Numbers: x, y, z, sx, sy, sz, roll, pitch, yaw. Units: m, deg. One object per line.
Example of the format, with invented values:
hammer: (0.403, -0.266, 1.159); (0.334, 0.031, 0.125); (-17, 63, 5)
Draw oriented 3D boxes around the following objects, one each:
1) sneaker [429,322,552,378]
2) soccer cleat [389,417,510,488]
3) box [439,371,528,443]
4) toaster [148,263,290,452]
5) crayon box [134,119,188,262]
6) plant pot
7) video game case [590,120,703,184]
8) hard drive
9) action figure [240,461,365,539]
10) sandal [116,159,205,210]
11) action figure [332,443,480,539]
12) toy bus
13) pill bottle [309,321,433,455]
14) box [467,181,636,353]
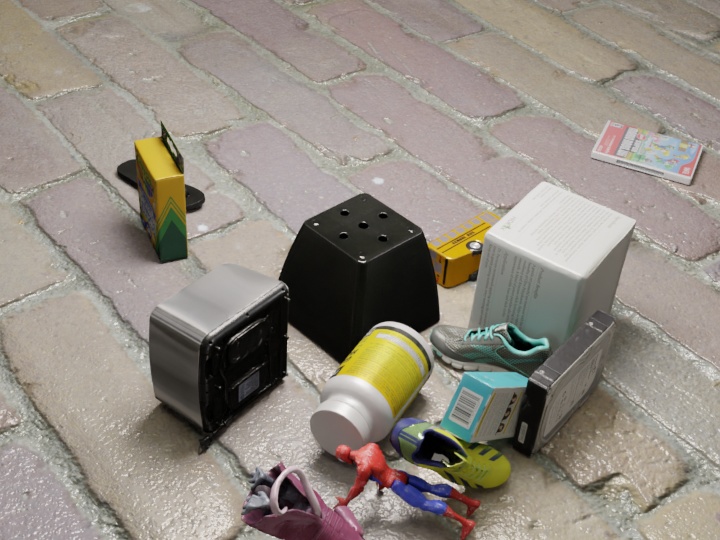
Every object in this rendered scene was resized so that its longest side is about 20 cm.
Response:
sneaker: (0.203, 0.110, 1.669); (0.200, 0.091, 0.078); (17, 39, 15)
soccer cleat: (0.127, 0.249, 1.446); (0.200, 0.065, 0.084); (26, -3, -29)
box: (0.182, 0.183, 1.501); (0.049, 0.082, 0.200); (27, 7, 27)
toaster: (-0.199, 0.114, 1.551); (0.119, 0.181, 0.200); (25, 41, 28)
crayon box: (-0.330, -0.131, 1.824); (0.052, 0.200, 0.126); (-13, 41, -21)
plant pot: (0.000, 0.000, 1.717); (0.200, 0.178, 0.199); (-27, 49, -36)
video game case: (0.576, -0.239, 2.211); (0.200, 0.017, 0.143); (18, 40, 16)
hard drive: (0.294, 0.160, 1.577); (0.038, 0.140, 0.200); (28, 43, 26)
action figure: (-0.046, 0.308, 1.345); (0.200, 0.149, 0.134); (38, 49, -10)
sandal: (-0.364, -0.163, 1.986); (0.200, 0.045, 0.075); (29, 44, 27)
action figure: (0.046, 0.296, 1.449); (0.200, 0.099, 0.065); (31, 37, -3)
toy bus: (0.200, -0.043, 1.884); (0.200, 0.065, 0.078); (-29, 48, -35)
pill bottle: (0.014, 0.170, 1.554); (0.112, 0.113, 0.200); (21, 41, 20)
box: (0.298, 0.008, 1.721); (0.171, 0.199, 0.200); (27, 43, 25)
